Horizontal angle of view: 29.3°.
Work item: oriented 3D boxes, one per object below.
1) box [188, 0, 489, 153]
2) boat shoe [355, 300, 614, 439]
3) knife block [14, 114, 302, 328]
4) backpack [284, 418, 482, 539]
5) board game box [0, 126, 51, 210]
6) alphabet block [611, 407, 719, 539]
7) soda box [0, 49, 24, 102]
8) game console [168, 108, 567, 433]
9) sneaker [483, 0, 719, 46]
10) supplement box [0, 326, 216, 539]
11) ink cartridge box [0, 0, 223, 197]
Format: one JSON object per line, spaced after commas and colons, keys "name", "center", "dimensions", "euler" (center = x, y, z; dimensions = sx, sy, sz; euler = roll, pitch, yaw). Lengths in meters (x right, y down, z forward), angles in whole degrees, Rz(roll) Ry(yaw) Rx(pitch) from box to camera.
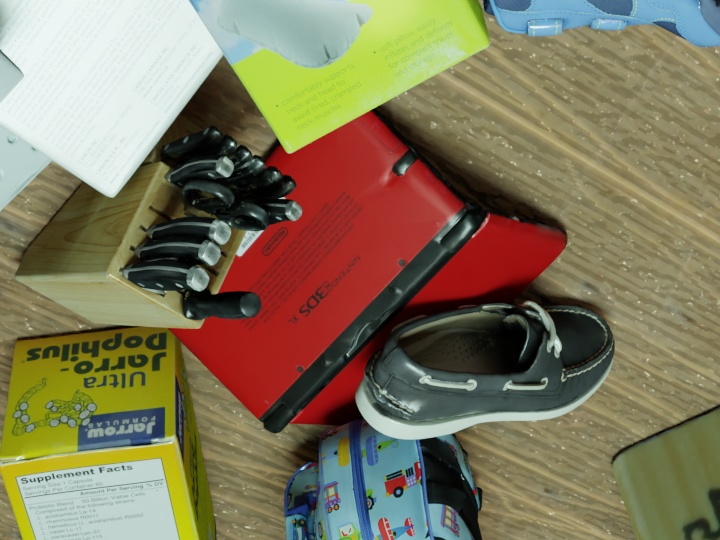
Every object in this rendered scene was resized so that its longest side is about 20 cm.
{"name": "box", "center": [-0.034, -0.168, 0.656], "dimensions": [0.121, 0.048, 0.201], "euler": [-26, 121, 13]}
{"name": "boat shoe", "center": [0.088, 0.050, 0.855], "dimensions": [0.198, 0.074, 0.061], "euler": [-7, 139, -31]}
{"name": "knife block", "center": [-0.116, -0.002, 0.752], "dimensions": [0.064, 0.177, 0.200], "euler": [32, 118, -27]}
{"name": "backpack", "center": [0.017, 0.182, 0.893], "dimensions": [0.133, 0.184, 0.201], "euler": [-9, 144, 5]}
{"name": "board game box", "center": [-0.263, -0.084, 0.690], "dimensions": [0.200, 0.026, 0.201], "euler": [-49, 130, -23]}
{"name": "alphabet block", "center": [0.315, 0.218, 0.967], "dimensions": [0.195, 0.201, 0.196], "euler": [-28, 127, 13]}
{"name": "soda box", "center": [-0.249, -0.042, 0.631], "dimensions": [0.200, 0.063, 0.068], "euler": [-49, 120, -7]}
{"name": "game console", "center": [0.000, 0.000, 0.871], "dimensions": [0.172, 0.119, 0.200], "euler": [44, 114, 1]}
{"name": "sneaker", "center": [0.111, -0.163, 0.730], "dimensions": [0.198, 0.074, 0.083], "euler": [24, 123, -15]}
{"name": "supplement box", "center": [-0.158, 0.149, 0.905], "dimensions": [0.107, 0.110, 0.202], "euler": [-7, 129, -3]}
{"name": "ink cartridge box", "center": [-0.157, -0.156, 0.691], "dimensions": [0.199, 0.050, 0.161], "euler": [35, 102, -26]}
